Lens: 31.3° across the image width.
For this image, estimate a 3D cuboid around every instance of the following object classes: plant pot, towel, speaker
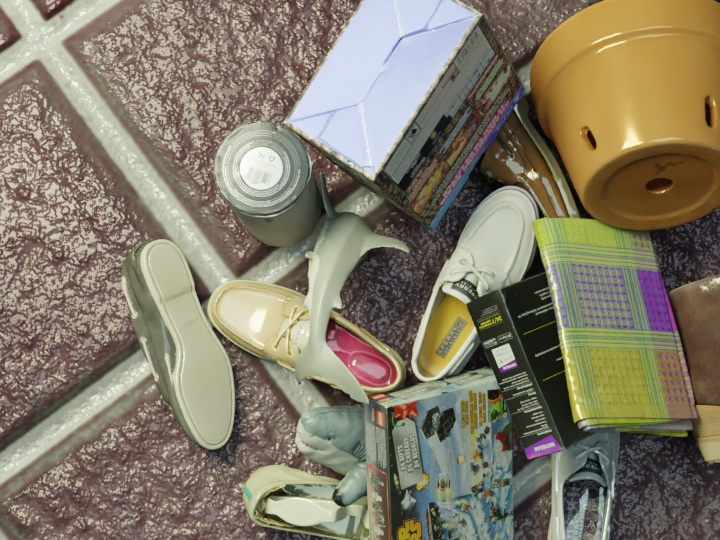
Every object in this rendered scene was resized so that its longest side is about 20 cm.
[{"bbox_3d":[0.256,-0.129,1.150,0.199,0.200,0.140,1,59,-4],"label":"plant pot"},{"bbox_3d":[0.224,0.050,1.137,0.143,0.023,0.201,3,67,-33],"label":"towel"},{"bbox_3d":[-0.077,-0.072,1.137,0.081,0.200,0.082,0,84,1],"label":"speaker"}]

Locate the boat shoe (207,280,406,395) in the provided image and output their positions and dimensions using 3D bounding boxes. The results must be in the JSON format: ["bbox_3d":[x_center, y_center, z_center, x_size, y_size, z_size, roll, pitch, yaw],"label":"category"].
[{"bbox_3d":[-0.047,0.061,1.190,0.199,0.069,0.074,22,82,-2],"label":"boat shoe"}]

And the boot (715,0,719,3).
[{"bbox_3d":[0.326,-0.246,1.200,0.157,0.211,0.080,-4,45,5],"label":"boot"}]

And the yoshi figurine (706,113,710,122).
[{"bbox_3d":[0.426,-0.107,1.229,0.199,0.112,0.113,7,90,-1],"label":"yoshi figurine"}]

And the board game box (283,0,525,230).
[{"bbox_3d":[0.045,-0.144,1.118,0.097,0.200,0.160,34,91,20],"label":"board game box"}]

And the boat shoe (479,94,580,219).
[{"bbox_3d":[0.144,-0.104,1.228,0.068,0.072,0.200,-25,76,-3],"label":"boat shoe"}]

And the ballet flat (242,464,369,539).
[{"bbox_3d":[-0.010,0.223,1.177,0.199,0.069,0.070,9,83,-4],"label":"ballet flat"}]

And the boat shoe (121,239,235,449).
[{"bbox_3d":[-0.170,0.070,1.194,0.067,0.057,0.201,-17,89,-42],"label":"boat shoe"}]

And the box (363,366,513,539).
[{"bbox_3d":[0.072,0.197,1.143,0.137,0.040,0.201,-10,105,-32],"label":"box"}]

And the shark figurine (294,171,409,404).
[{"bbox_3d":[-0.004,0.001,1.114,0.089,0.128,0.215,3,40,9],"label":"shark figurine"}]

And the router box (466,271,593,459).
[{"bbox_3d":[0.203,0.067,1.169,0.200,0.051,0.150,-17,84,-40],"label":"router box"}]

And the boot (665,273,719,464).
[{"bbox_3d":[0.365,0.073,1.129,0.200,0.072,0.167,-19,75,37],"label":"boot"}]

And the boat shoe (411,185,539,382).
[{"bbox_3d":[0.102,0.015,1.180,0.071,0.070,0.200,31,100,9],"label":"boat shoe"}]

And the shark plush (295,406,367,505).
[{"bbox_3d":[0.036,0.146,1.160,0.199,0.091,0.084,-2,126,-16],"label":"shark plush"}]

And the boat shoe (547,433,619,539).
[{"bbox_3d":[0.206,0.189,1.195,0.072,0.069,0.201,12,82,-3],"label":"boat shoe"}]
